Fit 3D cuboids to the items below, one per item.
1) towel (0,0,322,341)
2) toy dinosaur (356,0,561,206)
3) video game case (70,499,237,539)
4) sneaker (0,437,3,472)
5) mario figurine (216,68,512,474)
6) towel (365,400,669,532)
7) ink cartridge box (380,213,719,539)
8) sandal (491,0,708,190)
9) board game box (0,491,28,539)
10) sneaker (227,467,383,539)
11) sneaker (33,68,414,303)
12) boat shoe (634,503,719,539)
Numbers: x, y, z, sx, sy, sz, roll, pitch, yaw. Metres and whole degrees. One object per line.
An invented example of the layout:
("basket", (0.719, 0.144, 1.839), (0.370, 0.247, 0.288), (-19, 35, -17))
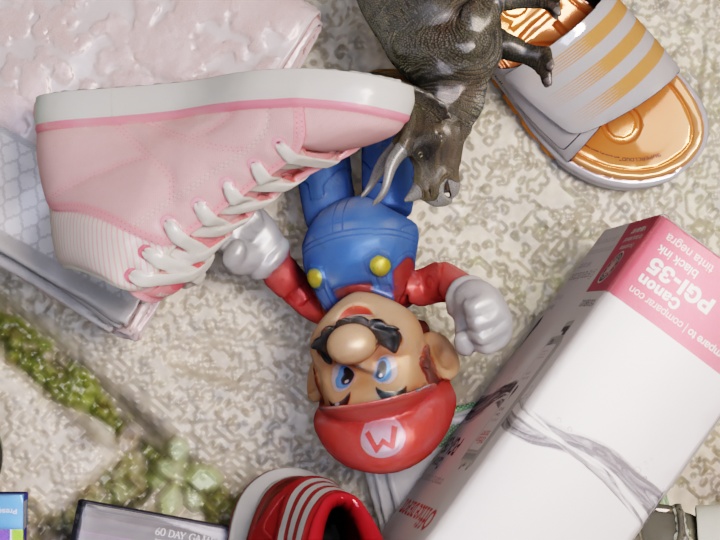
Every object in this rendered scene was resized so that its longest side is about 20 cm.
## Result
("towel", (-0.148, -0.092, 1.375), (0.200, 0.032, 0.191), (29, 86, 10))
("toy dinosaur", (0.038, -0.134, 1.337), (0.102, 0.077, 0.200), (-7, 63, -7))
("video game case", (-0.091, 0.225, 1.377), (0.143, 0.019, 0.200), (12, 87, -17))
("sneaker", (-0.227, 0.156, 1.293), (0.075, 0.106, 0.200), (18, 87, -4))
("mario figurine", (0.000, 0.000, 1.348), (0.106, 0.123, 0.200), (4, 69, -34))
("towel", (0.093, 0.160, 1.405), (0.149, 0.031, 0.200), (-14, 88, -5))
("ink cartridge box", (0.104, 0.079, 1.323), (0.083, 0.147, 0.200), (37, 85, -4))
("sandal", (0.093, -0.122, 1.404), (0.207, 0.059, 0.079), (45, 85, -1))
("board game box", (-0.265, 0.177, 1.366), (0.200, 0.045, 0.135), (0, 87, -5))
("sneaker", (-0.033, 0.197, 1.325), (0.078, 0.116, 0.200), (3, 88, -18))
("sneaker", (-0.064, -0.038, 1.291), (0.200, 0.075, 0.105), (-4, 85, 28))
("boat shoe", (0.146, 0.215, 1.366), (0.060, 0.072, 0.202), (3, 90, 4))
